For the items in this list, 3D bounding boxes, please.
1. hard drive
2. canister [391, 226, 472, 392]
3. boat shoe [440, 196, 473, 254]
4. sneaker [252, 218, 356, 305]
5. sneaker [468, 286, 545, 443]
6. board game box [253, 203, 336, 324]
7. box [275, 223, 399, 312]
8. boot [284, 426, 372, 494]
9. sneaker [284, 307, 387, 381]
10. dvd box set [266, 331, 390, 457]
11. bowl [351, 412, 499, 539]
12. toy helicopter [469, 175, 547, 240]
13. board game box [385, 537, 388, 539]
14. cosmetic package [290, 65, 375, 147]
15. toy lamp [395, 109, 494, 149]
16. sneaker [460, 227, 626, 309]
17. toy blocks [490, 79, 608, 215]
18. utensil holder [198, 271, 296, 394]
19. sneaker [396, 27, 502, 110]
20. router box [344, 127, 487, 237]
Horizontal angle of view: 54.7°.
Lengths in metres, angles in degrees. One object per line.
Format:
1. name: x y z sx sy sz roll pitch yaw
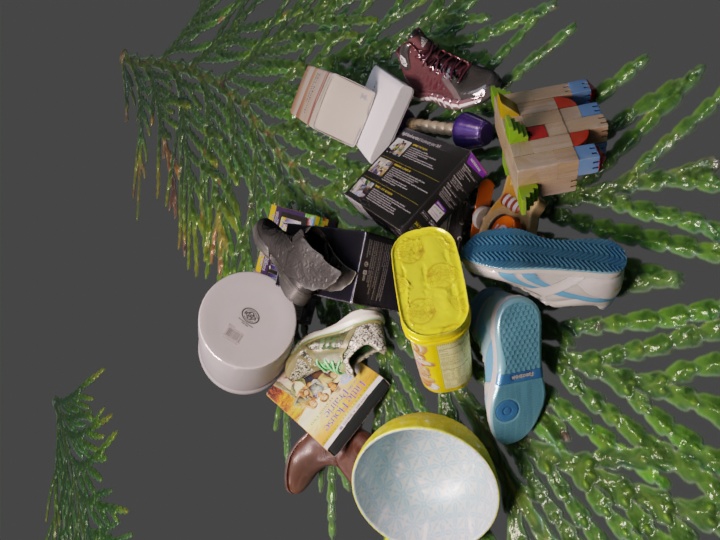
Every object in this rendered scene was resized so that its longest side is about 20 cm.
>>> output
1. hard drive: 0.029 -0.269 1.187 0.133 0.026 0.201 -65 21 18
2. canister: 0.100 0.061 0.921 0.085 0.201 0.151 -11 58 5
3. boat shoe: 0.139 -0.074 1.036 0.070 0.065 0.202 -47 23 55
4. sneaker: -0.086 -0.031 1.014 0.105 0.059 0.201 -52 52 28
5. sneaker: 0.188 0.117 0.934 0.131 0.078 0.204 -130 40 -71
6. board game box: -0.135 -0.015 1.342 0.164 0.056 0.203 19 95 51
7. box: 0.000 0.000 1.087 0.198 0.180 0.106 10 87 48
8. boot: -0.032 0.332 1.131 0.199 0.064 0.189 31 102 45
9. sneaker: -0.039 0.140 1.137 0.198 0.077 0.089 -32 51 15
10. dvd box set: -0.059 0.201 1.171 0.147 0.029 0.199 -50 40 -10
11. bowl: 0.092 0.267 0.950 0.201 0.199 0.108 -51 5 26
12. toy helicopter: 0.208 -0.098 0.976 0.131 0.078 0.203 -5 66 57
13. board game box: 0.100 0.415 0.984 0.199 0.030 0.097 30 102 51
14. cosmetic package: -0.055 -0.302 1.259 0.105 0.086 0.200 -66 24 10
15. toy lamp: 0.126 -0.224 1.097 0.199 0.058 0.059 19 94 49
16. sneaker: 0.219 0.003 0.857 0.197 0.082 0.077 10 48 20
17. toy blocks: 0.253 -0.171 0.896 0.134 0.101 0.202 -9 49 5
18. utensil holder: -0.192 0.107 1.178 0.200 0.167 0.173 120 148 -67
19. sneaker: 0.120 -0.317 1.072 0.076 0.116 0.199 -48 37 -19
20. router box: 0.075 -0.127 1.034 0.149 0.051 0.200 -47 32 -1
